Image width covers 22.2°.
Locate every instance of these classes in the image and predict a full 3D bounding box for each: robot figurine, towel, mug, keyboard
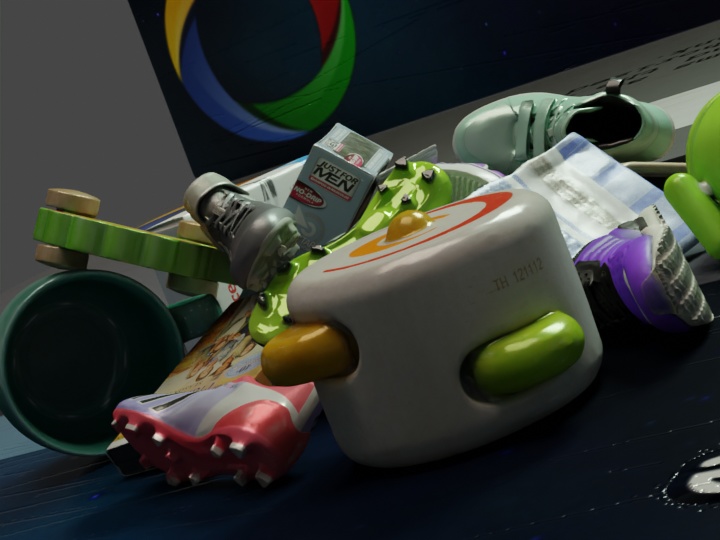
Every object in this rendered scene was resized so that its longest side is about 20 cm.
[{"bbox_3d":[0.310,-0.085,1.347,0.175,0.116,0.200,-30,9,-7],"label":"robot figurine"},{"bbox_3d":[0.157,-0.032,1.392,0.147,0.024,0.199,38,46,25],"label":"towel"},{"bbox_3d":[-0.219,0.079,1.534,0.183,0.154,0.114,13,-6,-20],"label":"mug"},{"bbox_3d":[0.041,-0.080,1.604,0.056,0.011,0.200,-23,-6,0],"label":"keyboard"}]

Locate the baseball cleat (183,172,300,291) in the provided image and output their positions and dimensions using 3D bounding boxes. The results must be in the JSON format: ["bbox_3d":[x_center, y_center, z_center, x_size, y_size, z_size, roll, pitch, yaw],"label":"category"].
[{"bbox_3d":[-0.099,-0.032,1.446,0.070,0.106,0.200,-51,-2,-6],"label":"baseball cleat"}]

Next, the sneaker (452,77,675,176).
[{"bbox_3d":[0.162,-0.125,1.581,0.199,0.075,0.118,-3,-5,20],"label":"sneaker"}]

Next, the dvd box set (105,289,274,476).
[{"bbox_3d":[-0.095,0.074,1.423,0.146,0.030,0.200,-20,22,41],"label":"dvd box set"}]

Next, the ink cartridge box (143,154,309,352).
[{"bbox_3d":[-0.091,-0.011,1.759,0.199,0.148,0.086,-27,9,-37],"label":"ink cartridge box"}]

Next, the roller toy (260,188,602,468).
[{"bbox_3d":[0.049,0.030,1.169,0.198,0.141,0.182,-18,8,20],"label":"roller toy"}]

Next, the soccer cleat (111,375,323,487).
[{"bbox_3d":[-0.100,0.106,1.277,0.199,0.067,0.077,-1,40,53],"label":"soccer cleat"}]

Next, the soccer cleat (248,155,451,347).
[{"bbox_3d":[0.000,0.000,1.386,0.200,0.081,0.067,-43,49,-18],"label":"soccer cleat"}]

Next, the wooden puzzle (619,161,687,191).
[{"bbox_3d":[0.248,-0.075,1.602,0.198,0.038,0.185,-6,1,-27],"label":"wooden puzzle"}]

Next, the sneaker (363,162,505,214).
[{"bbox_3d":[0.094,-0.066,1.540,0.114,0.073,0.200,-23,9,-28],"label":"sneaker"}]

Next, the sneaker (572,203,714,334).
[{"bbox_3d":[0.175,0.016,1.236,0.099,0.070,0.200,-27,5,10],"label":"sneaker"}]

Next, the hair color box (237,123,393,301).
[{"bbox_3d":[-0.048,-0.019,1.593,0.201,0.060,0.099,-63,-3,18],"label":"hair color box"}]

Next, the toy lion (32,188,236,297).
[{"bbox_3d":[-0.181,-0.019,1.540,0.198,0.069,0.191,13,0,-26],"label":"toy lion"}]
